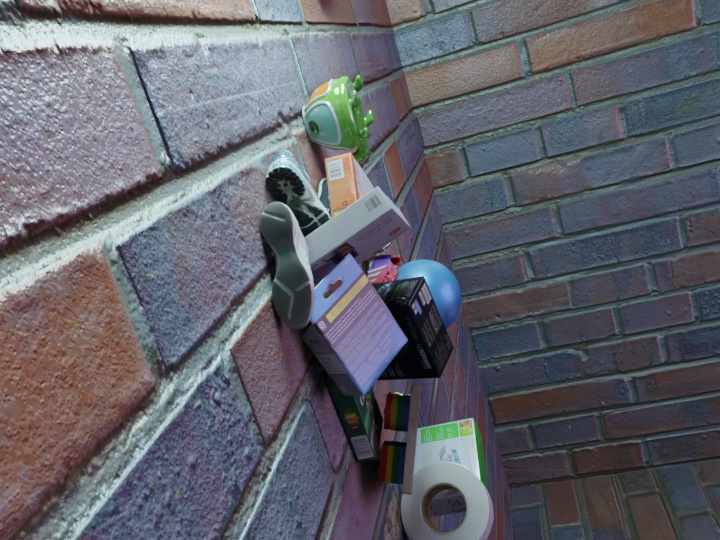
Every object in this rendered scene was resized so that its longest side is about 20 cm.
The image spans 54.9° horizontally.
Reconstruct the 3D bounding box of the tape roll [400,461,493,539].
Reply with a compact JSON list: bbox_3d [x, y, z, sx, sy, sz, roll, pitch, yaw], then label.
[{"bbox_3d":[0.191,0.533,1.539,0.071,0.201,0.204,53,28,-59],"label":"tape roll"}]

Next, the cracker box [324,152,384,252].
[{"bbox_3d":[-0.009,-0.123,1.345,0.200,0.057,0.135,44,36,-67],"label":"cracker box"}]

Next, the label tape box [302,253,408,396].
[{"bbox_3d":[-0.023,0.094,1.197,0.143,0.066,0.201,-46,111,-33],"label":"label tape box"}]

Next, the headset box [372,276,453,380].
[{"bbox_3d":[0.053,0.117,1.343,0.093,0.198,0.175,-54,128,-47],"label":"headset box"}]

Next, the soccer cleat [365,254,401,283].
[{"bbox_3d":[0.051,0.017,1.591,0.200,0.073,0.069,-74,148,-63],"label":"soccer cleat"}]

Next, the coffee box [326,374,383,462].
[{"bbox_3d":[-0.007,0.247,1.318,0.123,0.044,0.202,-73,148,-63],"label":"coffee box"}]

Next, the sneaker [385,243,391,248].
[{"bbox_3d":[0.027,-0.123,1.680,0.088,0.075,0.200,55,7,-24],"label":"sneaker"}]

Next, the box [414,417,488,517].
[{"bbox_3d":[0.217,0.489,1.716,0.097,0.175,0.201,62,21,-43],"label":"box"}]

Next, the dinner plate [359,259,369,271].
[{"bbox_3d":[0.000,0.000,1.602,0.200,0.024,0.202,-12,90,-76],"label":"dinner plate"}]

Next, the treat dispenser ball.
[{"bbox_3d":[0.165,0.072,1.818,0.201,0.199,0.203,-13,90,-76],"label":"treat dispenser ball"}]

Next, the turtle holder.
[{"bbox_3d":[-0.044,-0.316,1.481,0.186,0.130,0.142,61,21,-50],"label":"turtle holder"}]

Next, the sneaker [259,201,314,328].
[{"bbox_3d":[-0.104,-0.007,1.105,0.080,0.070,0.202,25,54,-72],"label":"sneaker"}]

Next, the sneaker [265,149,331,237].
[{"bbox_3d":[-0.099,-0.128,1.222,0.087,0.077,0.201,-93,163,-46],"label":"sneaker"}]

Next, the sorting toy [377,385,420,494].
[{"bbox_3d":[0.078,0.331,1.394,0.200,0.069,0.201,68,28,-79],"label":"sorting toy"}]

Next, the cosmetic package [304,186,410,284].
[{"bbox_3d":[-0.020,-0.052,1.209,0.052,0.199,0.151,58,10,15],"label":"cosmetic package"}]

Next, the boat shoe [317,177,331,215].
[{"bbox_3d":[-0.057,-0.144,1.422,0.200,0.061,0.075,-68,144,-65],"label":"boat shoe"}]
